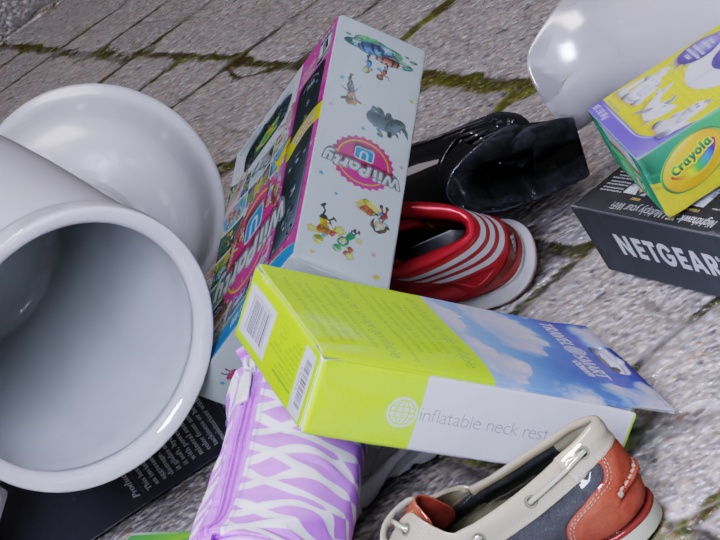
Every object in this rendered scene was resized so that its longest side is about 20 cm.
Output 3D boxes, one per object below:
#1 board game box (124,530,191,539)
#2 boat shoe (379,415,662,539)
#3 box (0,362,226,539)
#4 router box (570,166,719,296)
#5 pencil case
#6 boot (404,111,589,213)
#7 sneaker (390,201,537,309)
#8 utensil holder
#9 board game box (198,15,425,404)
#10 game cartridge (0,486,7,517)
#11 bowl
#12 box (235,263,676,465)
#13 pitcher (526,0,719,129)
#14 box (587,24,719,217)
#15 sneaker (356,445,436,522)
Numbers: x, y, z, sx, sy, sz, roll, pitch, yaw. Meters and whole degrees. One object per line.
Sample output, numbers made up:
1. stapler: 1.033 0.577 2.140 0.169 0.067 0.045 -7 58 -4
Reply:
1. board game box: -0.150 0.212 1.253 0.095 0.030 0.200 -10 27 49
2. boat shoe: 0.049 0.132 1.077 0.200 0.063 0.071 -25 22 24
3. box: -0.186 0.080 1.476 0.198 0.123 0.200 -33 20 -4
4. router box: 0.235 -0.054 1.254 0.157 0.052 0.200 -38 20 -14
5. pencil case: -0.043 0.112 1.107 0.084 0.086 0.200 -23 24 16
6. boot: 0.061 -0.053 1.465 0.165 0.066 0.200 -32 11 -1
7. sneaker: 0.000 0.000 1.372 0.200 0.115 0.078 -25 62 23
8. utensil holder: -0.205 0.014 1.289 0.170 0.170 0.200 -38 35 -15
9. board game box: -0.031 -0.032 1.307 0.148 0.064 0.200 -51 23 44
10. game cartridge: -0.271 0.205 1.293 0.130 0.038 0.200 -15 54 47
11. bowl: -0.208 -0.035 1.670 0.201 0.201 0.090 -28 16 14
12. box: 0.047 0.053 1.127 0.122 0.200 0.048 -131 55 -61
13. pitcher: 0.226 -0.182 1.440 0.200 0.121 0.172 -11 46 35
14. box: 0.236 -0.115 1.249 0.200 0.048 0.117 -31 20 2
15. sneaker: -0.021 0.096 1.243 0.200 0.082 0.075 -38 20 -14
